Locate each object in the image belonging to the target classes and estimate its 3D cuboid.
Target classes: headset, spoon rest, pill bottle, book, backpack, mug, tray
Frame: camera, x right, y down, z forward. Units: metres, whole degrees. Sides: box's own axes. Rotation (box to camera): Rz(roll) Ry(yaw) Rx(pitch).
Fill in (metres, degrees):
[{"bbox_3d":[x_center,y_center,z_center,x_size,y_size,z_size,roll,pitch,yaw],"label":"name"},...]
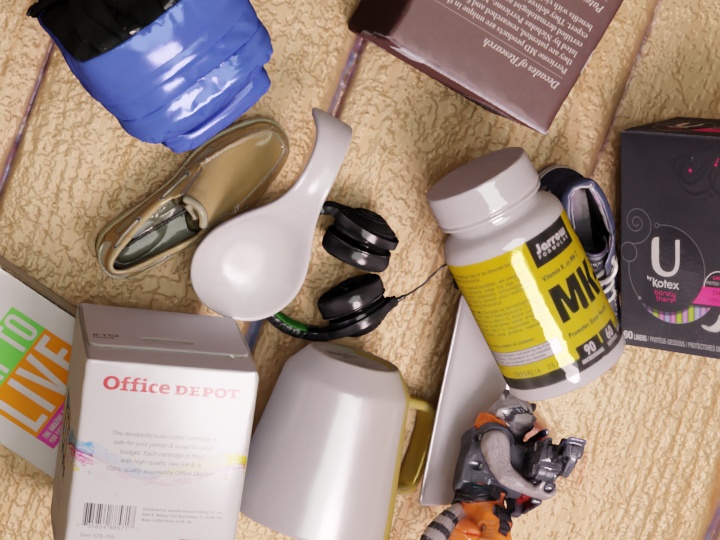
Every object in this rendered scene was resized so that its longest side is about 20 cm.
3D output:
[{"bbox_3d":[0.000,0.000,1.735,0.200,0.094,0.124,4,103,3],"label":"headset"},{"bbox_3d":[-0.072,-0.041,1.657,0.099,0.061,0.200,26,107,-20],"label":"spoon rest"},{"bbox_3d":[0.141,0.002,1.678,0.114,0.114,0.200,-29,105,-5],"label":"pill bottle"},{"bbox_3d":[-0.277,0.097,1.699,0.200,0.048,0.134,36,95,-18],"label":"book"},{"bbox_3d":[-0.152,-0.188,1.583,0.162,0.200,0.168,-42,115,-2],"label":"backpack"},{"bbox_3d":[-0.022,0.146,1.720,0.149,0.187,0.153,17,99,11],"label":"mug"},{"bbox_3d":[0.106,0.117,1.778,0.107,0.022,0.200,4,101,-40],"label":"tray"}]

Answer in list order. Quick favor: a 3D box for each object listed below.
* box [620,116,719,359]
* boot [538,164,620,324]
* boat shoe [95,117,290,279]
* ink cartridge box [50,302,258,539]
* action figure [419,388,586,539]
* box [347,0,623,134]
[{"bbox_3d":[0.310,-0.032,1.739,0.106,0.122,0.200,-16,107,-50],"label":"box"},{"bbox_3d":[0.203,0.006,1.756,0.073,0.090,0.200,-20,104,-8],"label":"boot"},{"bbox_3d":[-0.140,-0.057,1.677,0.200,0.076,0.072,-41,104,-3],"label":"boat shoe"},{"bbox_3d":[-0.177,0.145,1.635,0.145,0.145,0.200,6,107,-14],"label":"ink cartridge box"},{"bbox_3d":[0.117,0.190,1.701,0.104,0.200,0.194,23,61,-5],"label":"action figure"},{"bbox_3d":[0.119,-0.249,1.649,0.164,0.166,0.200,28,94,-17],"label":"box"}]
